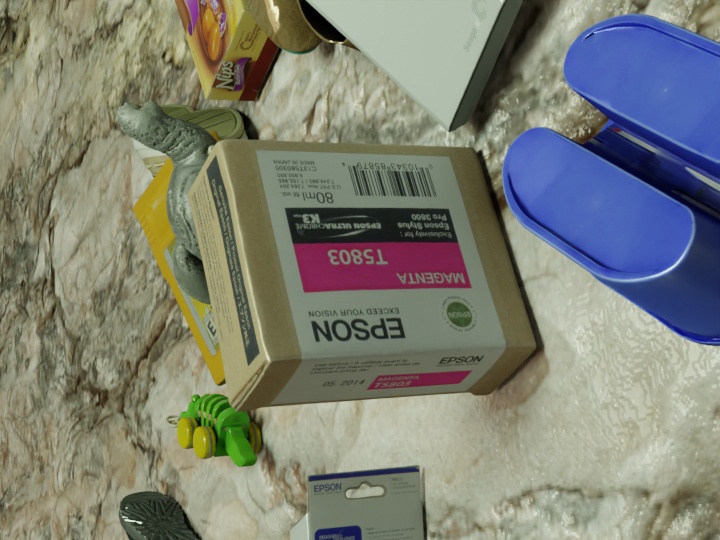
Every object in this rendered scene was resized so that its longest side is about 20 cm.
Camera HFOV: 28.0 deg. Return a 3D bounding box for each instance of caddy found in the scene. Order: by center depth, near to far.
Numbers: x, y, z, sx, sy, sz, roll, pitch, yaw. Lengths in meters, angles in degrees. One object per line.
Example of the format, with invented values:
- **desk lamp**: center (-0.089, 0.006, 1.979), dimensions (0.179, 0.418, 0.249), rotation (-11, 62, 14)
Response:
- **caddy**: center (0.170, -0.047, 0.756), dimensions (0.141, 0.105, 0.200), rotation (-58, 35, 8)

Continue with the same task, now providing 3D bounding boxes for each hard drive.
- **hard drive**: center (0.018, -0.206, 0.998), dimensions (0.200, 0.026, 0.132), rotation (45, 143, 19)

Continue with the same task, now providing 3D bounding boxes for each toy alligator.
- **toy alligator**: center (-0.147, 0.142, 1.393), dimensions (0.200, 0.059, 0.054), rotation (14, 103, 61)

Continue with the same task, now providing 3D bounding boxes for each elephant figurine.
- **elephant figurine**: center (-0.093, -0.034, 1.141), dimensions (0.155, 0.200, 0.142), rotation (61, 140, 42)

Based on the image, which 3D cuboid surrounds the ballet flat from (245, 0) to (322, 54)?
- **ballet flat**: center (-0.073, -0.277, 1.240), dimensions (0.072, 0.068, 0.200), rotation (98, 161, -53)

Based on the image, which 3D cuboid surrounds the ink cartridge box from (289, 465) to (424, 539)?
- **ink cartridge box**: center (0.001, 0.248, 1.078), dimensions (0.039, 0.099, 0.200), rotation (-10, 81, 63)

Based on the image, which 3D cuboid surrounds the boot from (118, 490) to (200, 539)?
- **boot**: center (-0.217, 0.357, 1.535), dimensions (0.165, 0.066, 0.200), rotation (-141, 51, -57)

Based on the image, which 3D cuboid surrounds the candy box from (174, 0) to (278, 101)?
- **candy box**: center (-0.128, -0.272, 1.358), dimensions (0.117, 0.056, 0.200), rotation (-57, 43, 46)

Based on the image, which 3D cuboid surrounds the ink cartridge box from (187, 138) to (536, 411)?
- **ink cartridge box**: center (0.000, 0.000, 0.968), dimensions (0.075, 0.200, 0.165), rotation (-51, 47, 51)

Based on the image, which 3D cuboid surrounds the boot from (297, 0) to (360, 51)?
- **boot**: center (-0.019, -0.238, 1.136), dimensions (0.200, 0.075, 0.074), rotation (62, 143, 42)

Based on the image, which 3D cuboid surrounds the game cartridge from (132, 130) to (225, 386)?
- **game cartridge**: center (-0.137, -0.011, 1.343), dimensions (0.200, 0.032, 0.176), rotation (61, 145, 10)

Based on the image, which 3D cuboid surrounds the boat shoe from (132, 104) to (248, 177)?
- **boat shoe**: center (-0.164, -0.120, 1.423), dimensions (0.200, 0.075, 0.068), rotation (21, 128, 58)
